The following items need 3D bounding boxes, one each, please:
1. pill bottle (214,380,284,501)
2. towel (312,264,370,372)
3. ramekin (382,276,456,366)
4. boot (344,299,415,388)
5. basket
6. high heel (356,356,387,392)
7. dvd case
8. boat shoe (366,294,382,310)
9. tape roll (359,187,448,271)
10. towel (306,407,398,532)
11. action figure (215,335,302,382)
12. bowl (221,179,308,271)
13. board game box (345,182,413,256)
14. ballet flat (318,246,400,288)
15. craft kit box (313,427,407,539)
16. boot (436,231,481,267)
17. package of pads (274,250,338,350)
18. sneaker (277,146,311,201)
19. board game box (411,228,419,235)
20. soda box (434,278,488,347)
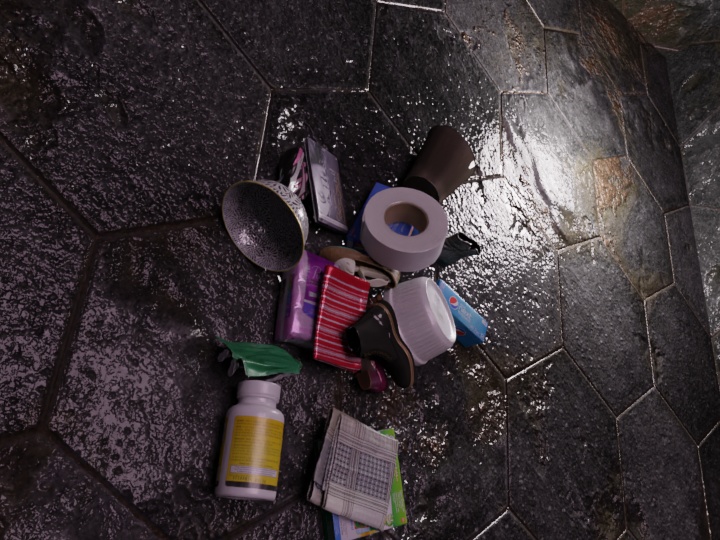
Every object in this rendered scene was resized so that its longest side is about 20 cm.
[{"bbox_3d":[-0.197,0.309,1.100,0.110,0.111,0.203,20,63,-33],"label":"pill bottle"},{"bbox_3d":[-0.037,0.102,1.276,0.144,0.022,0.203,26,64,-45],"label":"towel"},{"bbox_3d":[0.144,0.111,1.415,0.201,0.104,0.202,51,25,-34],"label":"ramekin"},{"bbox_3d":[0.036,0.183,1.291,0.138,0.077,0.202,-30,98,-50],"label":"boot"},{"bbox_3d":[0.207,-0.269,1.648,0.181,0.135,0.201,53,52,-19],"label":"basket"},{"bbox_3d":[0.014,0.178,1.377,0.096,0.067,0.203,23,56,-60],"label":"high heel"},{"bbox_3d":[-0.078,-0.193,1.410,0.148,0.016,0.203,20,59,-64],"label":"dvd case"},{"bbox_3d":[0.055,0.160,1.406,0.070,0.070,0.202,-24,86,-5],"label":"boat shoe"},{"bbox_3d":[0.099,-0.097,1.391,0.199,0.071,0.205,4,53,-5],"label":"tape roll"},{"bbox_3d":[-0.007,0.403,1.223,0.199,0.034,0.195,32,56,-27],"label":"towel"},{"bbox_3d":[-0.184,0.182,1.182,0.199,0.055,0.118,17,22,-50],"label":"action figure"},{"bbox_3d":[-0.173,-0.108,1.219,0.202,0.200,0.094,54,45,-11],"label":"bowl"},{"bbox_3d":[0.062,-0.115,1.474,0.133,0.045,0.201,21,53,9],"label":"board game box"},{"bbox_3d":[0.000,0.000,1.376,0.197,0.068,0.073,18,37,-15],"label":"ballet flat"},{"bbox_3d":[0.002,0.445,1.266,0.195,0.048,0.203,4,72,-37],"label":"craft kit box"},{"bbox_3d":[0.214,-0.077,1.578,0.198,0.130,0.069,23,60,-32],"label":"boot"},{"bbox_3d":[-0.111,0.067,1.287,0.120,0.075,0.203,23,61,-37],"label":"package of pads"},{"bbox_3d":[-0.147,-0.179,1.350,0.086,0.080,0.202,40,57,-35],"label":"sneaker"},{"bbox_3d":[0.112,-0.106,1.530,0.197,0.039,0.159,17,52,4],"label":"board game box"},{"bbox_3d":[0.242,0.113,1.574,0.200,0.067,0.065,42,51,-21],"label":"soda box"}]
